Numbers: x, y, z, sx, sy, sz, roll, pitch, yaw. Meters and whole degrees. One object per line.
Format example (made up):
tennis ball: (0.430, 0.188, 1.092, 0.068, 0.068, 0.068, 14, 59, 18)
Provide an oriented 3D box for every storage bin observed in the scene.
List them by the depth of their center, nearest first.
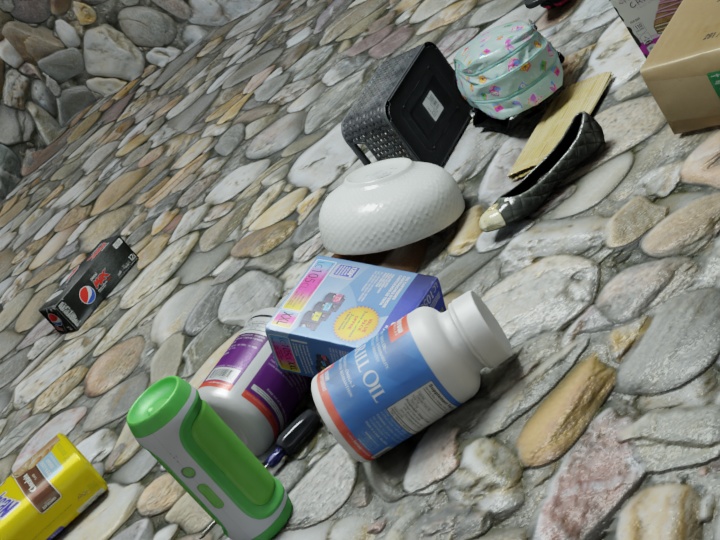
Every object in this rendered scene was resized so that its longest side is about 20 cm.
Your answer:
storage bin: (0.074, -0.231, 2.040, 0.094, 0.135, 0.200, -18, 30, 42)

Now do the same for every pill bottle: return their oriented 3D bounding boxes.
pill bottle: (0.057, 0.108, 1.446, 0.200, 0.112, 0.112, -35, 22, 11)
pill bottle: (-0.115, 0.125, 1.679, 0.112, 0.112, 0.200, -13, 32, 47)

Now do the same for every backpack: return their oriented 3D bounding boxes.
backpack: (0.209, -0.281, 1.934, 0.167, 0.127, 0.200, -38, 16, 7)

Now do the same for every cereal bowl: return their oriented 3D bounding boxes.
cereal bowl: (0.035, -0.097, 1.835, 0.200, 0.083, 0.200, -15, 18, 5)

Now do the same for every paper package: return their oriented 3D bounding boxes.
paper package: (0.450, -0.264, 1.567, 0.200, 0.103, 0.191, -9, 38, 50)

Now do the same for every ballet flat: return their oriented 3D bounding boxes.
ballet flat: (0.221, -0.121, 1.704, 0.200, 0.057, 0.066, -41, 21, -6)

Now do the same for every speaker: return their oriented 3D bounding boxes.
speaker: (-0.162, 0.208, 1.472, 0.088, 0.200, 0.088, -32, 23, 15)

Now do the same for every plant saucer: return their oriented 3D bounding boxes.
plant saucer: (0.000, 0.000, 1.845, 0.200, 0.037, 0.200, -33, 22, 15)

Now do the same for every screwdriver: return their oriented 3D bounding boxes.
screwdriver: (-0.118, 0.238, 1.580, 0.200, 0.028, 0.029, -47, -7, -17)

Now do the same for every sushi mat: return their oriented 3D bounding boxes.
sushi mat: (0.271, -0.197, 1.833, 0.096, 0.012, 0.200, -18, 30, 45)

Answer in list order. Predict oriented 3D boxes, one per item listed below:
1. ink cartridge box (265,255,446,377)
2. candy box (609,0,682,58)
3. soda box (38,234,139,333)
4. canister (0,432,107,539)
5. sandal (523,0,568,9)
ink cartridge box: (0.010, 0.065, 1.590, 0.200, 0.076, 0.136, 11, 48, 28)
candy box: (0.387, -0.373, 1.746, 0.136, 0.200, 0.061, -30, 23, 22)
soda box: (-0.507, 0.025, 2.544, 0.071, 0.063, 0.200, -12, 34, 48)
canister: (-0.451, 0.324, 1.853, 0.200, 0.087, 0.149, -42, 23, -13)
sandal: (0.324, -0.458, 2.232, 0.075, 0.045, 0.200, -18, 15, 30)
